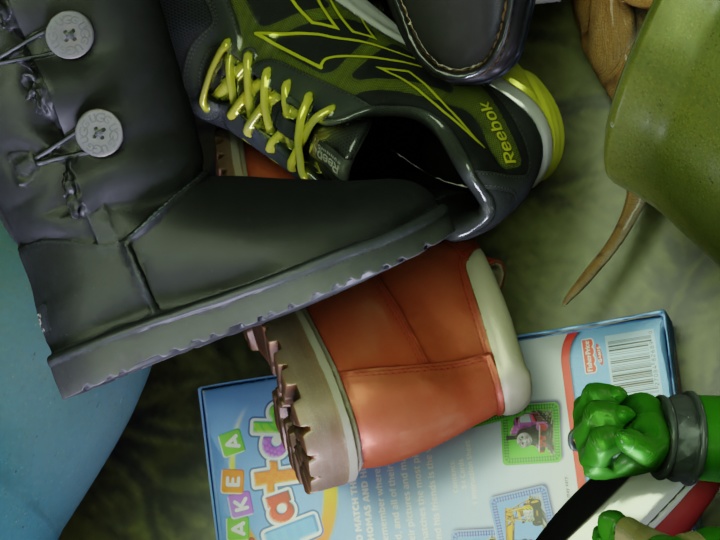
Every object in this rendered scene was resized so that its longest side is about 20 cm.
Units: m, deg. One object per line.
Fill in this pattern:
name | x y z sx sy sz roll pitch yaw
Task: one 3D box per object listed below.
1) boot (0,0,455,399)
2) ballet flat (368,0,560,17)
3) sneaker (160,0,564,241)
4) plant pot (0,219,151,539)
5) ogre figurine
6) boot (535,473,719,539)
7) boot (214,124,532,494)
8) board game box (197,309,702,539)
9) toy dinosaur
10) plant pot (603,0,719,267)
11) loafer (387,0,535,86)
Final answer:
boot | -0.073 -0.074 0.980 0.164 0.066 0.201 -21 89 -8
ballet flat | 0.050 -0.134 1.073 0.199 0.068 0.069 -21 81 37
sneaker | -0.017 -0.072 1.047 0.199 0.085 0.075 18 121 7
plant pot | -0.166 0.005 1.073 0.199 0.200 0.188 32 77 17
ogre figurine | 0.163 0.119 0.912 0.119 0.099 0.200 -15 43 -21
boot | 0.108 0.169 1.002 0.144 0.072 0.200 37 103 3
boot | 0.000 0.000 1.074 0.107 0.075 0.201 -17 48 -9
board game box | 0.040 0.108 1.076 0.199 0.037 0.152 -9 79 11
toy dinosaur | 0.115 -0.094 1.091 0.106 0.060 0.201 -27 67 31
plant pot | 0.202 -0.051 0.977 0.192 0.200 0.201 28 88 17
loafer | 0.025 -0.167 0.989 0.072 0.072 0.201 -8 99 13
